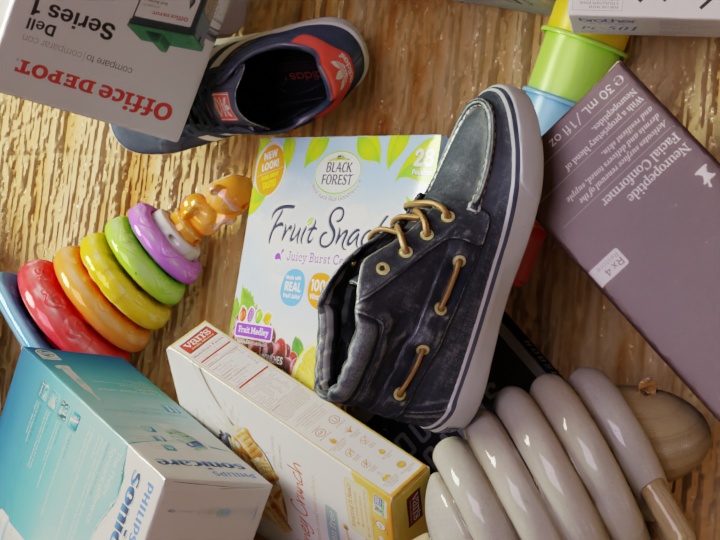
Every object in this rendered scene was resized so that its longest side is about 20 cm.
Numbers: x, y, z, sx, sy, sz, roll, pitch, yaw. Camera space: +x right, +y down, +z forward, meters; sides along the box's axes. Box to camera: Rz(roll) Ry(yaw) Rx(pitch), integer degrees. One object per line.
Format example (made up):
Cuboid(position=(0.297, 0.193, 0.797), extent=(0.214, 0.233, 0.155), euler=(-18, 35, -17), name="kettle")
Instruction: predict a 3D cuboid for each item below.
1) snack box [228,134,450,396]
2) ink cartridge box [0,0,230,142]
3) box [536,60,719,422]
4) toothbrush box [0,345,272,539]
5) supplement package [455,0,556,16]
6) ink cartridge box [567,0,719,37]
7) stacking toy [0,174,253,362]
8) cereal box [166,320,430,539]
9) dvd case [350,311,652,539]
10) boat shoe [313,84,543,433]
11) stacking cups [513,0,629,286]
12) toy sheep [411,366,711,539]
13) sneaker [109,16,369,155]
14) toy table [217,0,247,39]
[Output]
Cuboid(position=(0.000, 0.000, 0.986), extent=(0.200, 0.068, 0.169), euler=(7, 87, 52), name="snack box")
Cuboid(position=(-0.159, -0.198, 0.988), extent=(0.084, 0.146, 0.200), euler=(36, 109, 53), name="ink cartridge box")
Cuboid(position=(0.184, -0.013, 0.883), extent=(0.100, 0.075, 0.200), euler=(-44, 77, 12), name="box")
Cuboid(position=(-0.162, 0.156, 0.994), extent=(0.200, 0.085, 0.147), euler=(31, 106, 48), name="toothbrush box")
Cuboid(position=(0.043, -0.245, 1.005), extent=(0.200, 0.109, 0.114), euler=(16, 91, 32), name="supplement package")
Cuboid(position=(0.224, -0.185, 0.890), extent=(0.200, 0.044, 0.094), euler=(3, 85, 12), name="ink cartridge box")
Cuboid(position=(-0.157, -0.005, 1.109), extent=(0.200, 0.116, 0.110), euler=(-40, 63, 8), name="stacking toy")
Cuboid(position=(-0.038, 0.134, 0.989), extent=(0.200, 0.040, 0.144), euler=(29, 142, 33), name="cereal box")
Cuboid(position=(0.086, 0.131, 0.977), extent=(0.150, 0.025, 0.200), euler=(-48, 63, 16), name="dvd case")
Cuboid(position=(0.037, -0.014, 0.849), extent=(0.071, 0.091, 0.201), euler=(5, 82, 62), name="boat shoe")
Cuboid(position=(0.119, -0.089, 0.965), extent=(0.060, 0.060, 0.200), euler=(23, 95, 31), name="stacking cups")
Cuboid(position=(0.107, 0.128, 0.874), extent=(0.200, 0.138, 0.138), euler=(-25, 68, -4), name="toy sheep")
Cuboid(position=(-0.095, -0.120, 1.062), extent=(0.200, 0.085, 0.075), euler=(-18, 112, 20), name="sneaker")
Cuboid(position=(-0.190, -0.231, 1.117), extent=(0.117, 0.184, 0.200), euler=(-24, 104, 36), name="toy table")
